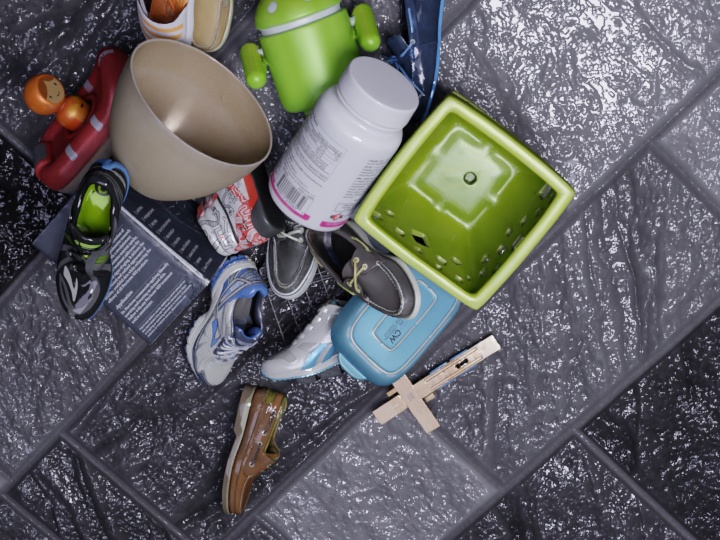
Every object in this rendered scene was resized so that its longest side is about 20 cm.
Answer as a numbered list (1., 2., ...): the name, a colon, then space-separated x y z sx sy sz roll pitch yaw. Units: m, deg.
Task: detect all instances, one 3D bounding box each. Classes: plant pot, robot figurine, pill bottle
1. plant pot: 0.130 -0.102 1.510 0.200 0.182 0.199 37 107 -6
2. robot figurine: -0.062 -0.277 1.506 0.175 0.116 0.200 -17 106 5
3. plant pot: -0.227 -0.163 1.459 0.200 0.200 0.134 42 122 -8
4. pill bottle: -0.020 -0.152 1.449 0.113 0.113 0.200 33 126 -6

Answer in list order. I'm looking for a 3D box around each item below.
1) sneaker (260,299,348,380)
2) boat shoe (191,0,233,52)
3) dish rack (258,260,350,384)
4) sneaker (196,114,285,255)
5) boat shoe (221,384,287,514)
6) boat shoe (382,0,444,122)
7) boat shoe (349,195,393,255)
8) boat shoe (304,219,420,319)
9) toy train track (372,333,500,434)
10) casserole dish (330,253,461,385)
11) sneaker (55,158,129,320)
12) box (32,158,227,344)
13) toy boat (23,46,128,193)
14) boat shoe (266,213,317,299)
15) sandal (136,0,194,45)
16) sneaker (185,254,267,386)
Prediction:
1. sneaker: -0.045 0.086 1.593 0.200 0.077 0.081 -24 96 4
2. boat shoe: -0.203 -0.373 1.509 0.071 0.076 0.200 0 108 5
3. dish rack: -0.048 0.053 1.645 0.153 0.055 0.200 -17 103 9
4. sneaker: -0.175 -0.120 1.566 0.108 0.067 0.202 -26 72 26
5. boat shoe: -0.151 0.264 1.710 0.068 0.072 0.200 12 109 2
6. boat shoe: 0.060 -0.289 1.515 0.068 0.084 0.201 2 95 -15
7. boat shoe: 0.035 -0.033 1.600 0.070 0.066 0.200 -38 96 18
8. boat shoe: 0.000 0.000 1.488 0.060 0.201 0.072 1 118 -37
9. toy train track: 0.106 0.150 1.674 0.200 0.033 0.115 -33 95 9
10. casserole dish: 0.052 0.057 1.541 0.121 0.039 0.200 44 79 -10
11. sneaker: -0.325 -0.034 1.415 0.071 0.083 0.200 17 108 0
12. box: -0.287 -0.038 1.559 0.197 0.200 0.124 43 106 -8
13. toy boat: -0.371 -0.207 1.538 0.131 0.131 0.200 32 109 -35
14. boat shoe: -0.089 -0.062 1.576 0.071 0.064 0.201 9 90 12
15. sandal: -0.247 -0.338 1.488 0.079 0.059 0.207 44 144 18
16. sneaker: -0.177 0.083 1.629 0.077 0.085 0.200 -6 125 -39
